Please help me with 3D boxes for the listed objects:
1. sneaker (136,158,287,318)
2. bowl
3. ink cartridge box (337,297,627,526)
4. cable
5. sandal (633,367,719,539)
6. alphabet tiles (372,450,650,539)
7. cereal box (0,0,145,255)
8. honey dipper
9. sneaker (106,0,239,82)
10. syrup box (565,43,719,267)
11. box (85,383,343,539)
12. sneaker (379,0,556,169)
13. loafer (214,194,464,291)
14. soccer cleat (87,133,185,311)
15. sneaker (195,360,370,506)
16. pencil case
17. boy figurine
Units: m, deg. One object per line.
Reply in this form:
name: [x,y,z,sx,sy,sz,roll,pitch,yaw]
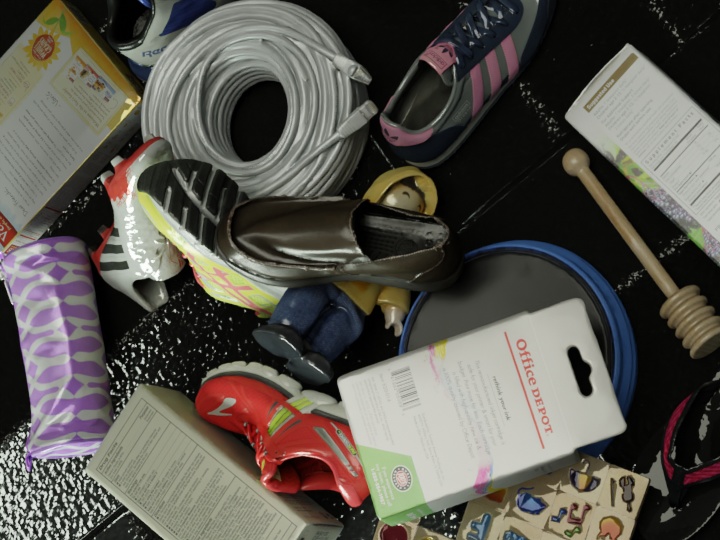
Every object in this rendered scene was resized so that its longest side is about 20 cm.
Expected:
sneaker: [-0.117,-0.015,1.595,0.090,0.200,0.079,-24,41,39]
bowl: [0.121,0.074,1.549,0.199,0.039,0.203,-4,80,23]
ink cartridge box: [0.095,0.108,1.476,0.198,0.067,0.118,-19,75,5]
cable: [-0.089,-0.133,1.658,0.200,0.069,0.200,-48,67,11]
sandal: [0.268,0.121,1.474,0.075,0.045,0.201,37,97,24]
alphabet tiles: [0.120,0.175,1.509,0.199,0.008,0.169,20,90,24]
cereal box: [-0.296,-0.128,1.762,0.200,0.039,0.144,-45,67,11]
honey dipper: [0.221,-0.019,1.526,0.038,0.038,0.201,-38,65,13]
sneaker: [-0.156,-0.257,1.681,0.080,0.115,0.200,39,97,23]
syrup box: [0.258,-0.077,1.492,0.082,0.079,0.200,-48,67,10]
box: [-0.123,0.189,1.615,0.200,0.078,0.095,38,98,24]
sneaker: [0.088,-0.176,1.579,0.070,0.082,0.201,34,92,26]
loafer: [-0.015,-0.032,1.510,0.198,0.072,0.074,2,63,-1]
soccer cleat: [-0.179,-0.039,1.636,0.085,0.200,0.068,44,55,13]
sneaker: [-0.065,0.136,1.568,0.199,0.077,0.085,16,57,34]
pencil case: [-0.266,0.068,1.692,0.085,0.084,0.202,-9,74,-11]
boy figurine: [0.000,0.000,1.579,0.200,0.124,0.064,-52,19,-21]
